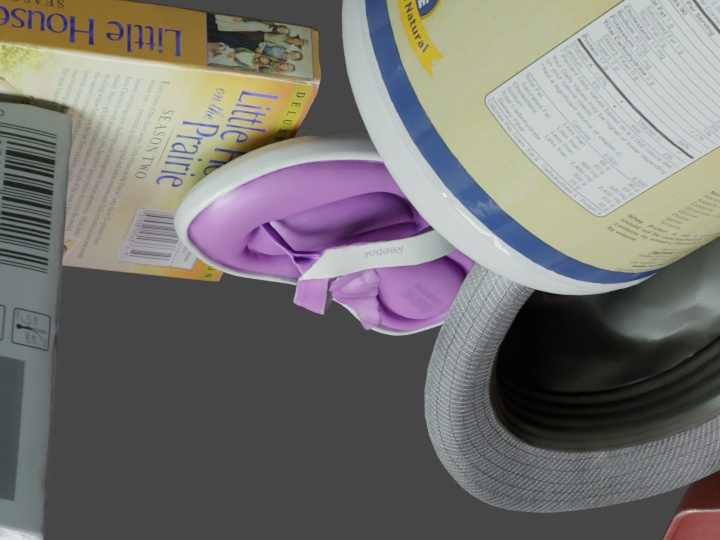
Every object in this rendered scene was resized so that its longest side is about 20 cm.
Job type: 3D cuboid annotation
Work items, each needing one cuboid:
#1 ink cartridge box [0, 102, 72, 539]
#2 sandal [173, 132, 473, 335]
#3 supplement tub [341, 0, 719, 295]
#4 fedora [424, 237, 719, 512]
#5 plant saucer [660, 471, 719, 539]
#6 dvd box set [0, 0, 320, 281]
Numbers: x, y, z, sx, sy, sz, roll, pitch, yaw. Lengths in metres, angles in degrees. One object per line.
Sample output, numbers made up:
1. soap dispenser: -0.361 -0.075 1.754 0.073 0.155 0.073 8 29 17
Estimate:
1. ink cartridge box: -0.154 0.056 0.834 0.047 0.161 0.200 10 149 -19
2. sandal: 0.006 -0.004 0.888 0.082 0.050 0.203 -36 155 18
3. supplement tub: 0.105 -0.092 0.673 0.144 0.145 0.200 19 144 -35
4. fedora: 0.098 -0.005 0.874 0.176 0.090 0.200 -10 142 -15
5. plant saucer: 0.248 0.150 1.256 0.199 0.037 0.200 0 152 -5
6. dvd box set: -0.129 -0.051 0.839 0.199 0.029 0.146 6 150 -16
